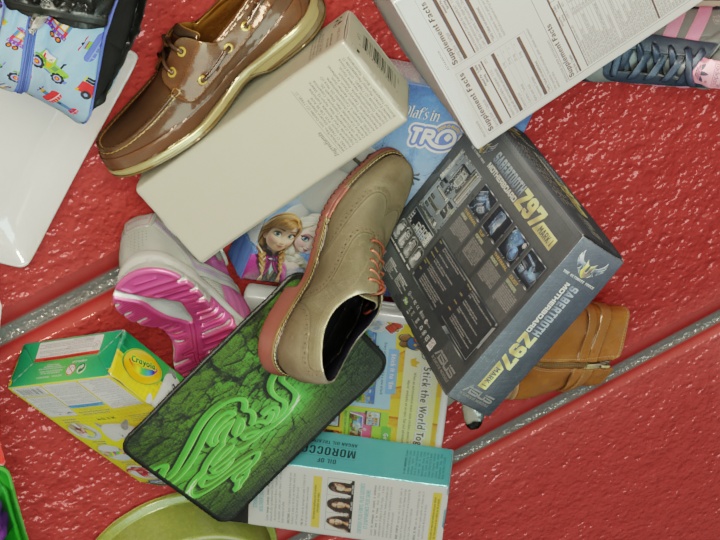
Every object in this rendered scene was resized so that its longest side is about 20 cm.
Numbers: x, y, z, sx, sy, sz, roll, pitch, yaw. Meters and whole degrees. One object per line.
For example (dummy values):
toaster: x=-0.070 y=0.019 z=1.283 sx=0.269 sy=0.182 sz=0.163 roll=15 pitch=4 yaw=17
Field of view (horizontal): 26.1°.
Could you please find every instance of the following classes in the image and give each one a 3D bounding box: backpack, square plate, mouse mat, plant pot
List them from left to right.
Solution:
square plate: x=-0.288 y=-0.107 z=1.100 sx=0.199 sy=0.028 sz=0.199 roll=17 pitch=117 yaw=-35
backpack: x=-0.200 y=-0.202 z=0.973 sx=0.134 sy=0.183 sz=0.201 roll=6 pitch=134 yaw=-19
plant pot: x=-0.143 y=0.338 z=1.415 sx=0.199 sy=0.190 sz=0.201 roll=-13 pitch=131 yaw=-15
mouse mat: x=-0.081 y=0.107 z=1.254 sx=0.200 sy=0.008 sz=0.161 roll=-44 pitch=137 yaw=0

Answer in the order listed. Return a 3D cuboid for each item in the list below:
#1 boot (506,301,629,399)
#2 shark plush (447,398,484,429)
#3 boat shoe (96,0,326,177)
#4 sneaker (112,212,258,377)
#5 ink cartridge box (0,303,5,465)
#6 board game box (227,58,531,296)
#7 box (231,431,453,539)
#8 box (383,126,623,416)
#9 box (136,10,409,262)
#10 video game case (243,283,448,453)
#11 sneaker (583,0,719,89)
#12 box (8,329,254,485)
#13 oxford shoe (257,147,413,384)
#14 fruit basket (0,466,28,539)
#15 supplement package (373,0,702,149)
boot: x=0.184 y=0.044 z=1.412 sx=0.154 sy=0.077 sz=0.201 roll=-1 pitch=129 yaw=-23
shark plush: x=0.080 y=0.044 z=1.373 sx=0.090 sy=0.083 sz=0.201 roll=11 pitch=117 yaw=1
boat shoe: x=-0.119 y=-0.151 z=1.123 sx=0.200 sy=0.072 sz=0.068 roll=-41 pitch=127 yaw=2
sneaker: x=-0.129 y=0.019 z=1.236 sx=0.081 sy=0.089 sz=0.200 roll=-16 pitch=146 yaw=12
ink cartridge box: x=-0.326 y=0.038 z=1.079 sx=0.160 sy=0.200 sz=0.050 roll=17 pitch=117 yaw=-35
board game box: x=0.017 y=-0.073 z=1.263 sx=0.199 sy=0.043 sz=0.200 roll=6 pitch=122 yaw=-29
box: x=-0.021 y=0.189 z=1.370 sx=0.199 sy=0.049 sz=0.083 roll=8 pitch=127 yaw=4
box: x=0.097 y=-0.011 z=1.186 sx=0.051 sy=0.200 sz=0.158 roll=27 pitch=110 yaw=-33
box: x=-0.064 y=-0.098 z=1.148 sx=0.199 sy=0.069 sz=0.082 roll=-32 pitch=113 yaw=19
video game case: x=-0.014 y=0.105 z=1.352 sx=0.181 sy=0.023 sz=0.201 roll=8 pitch=127 yaw=4
sneaker: x=0.257 y=-0.179 z=1.268 sx=0.199 sy=0.082 sz=0.070 roll=-10 pitch=130 yaw=-18
box: x=-0.180 y=0.122 z=1.283 sx=0.117 sy=0.049 sz=0.200 roll=-8 pitch=142 yaw=33
oxford shoe: x=0.000 y=0.000 z=1.192 sx=0.070 sy=0.075 sz=0.201 roll=37 pitch=76 yaw=-48
fruit basket: x=-0.361 y=0.240 z=1.225 sx=0.214 sy=0.216 sz=0.156 roll=-15 pitch=131 yaw=-14
supplement package: x=0.109 y=-0.227 z=1.110 sx=0.199 sy=0.152 sz=0.151 roll=-33 pitch=133 yaw=3
